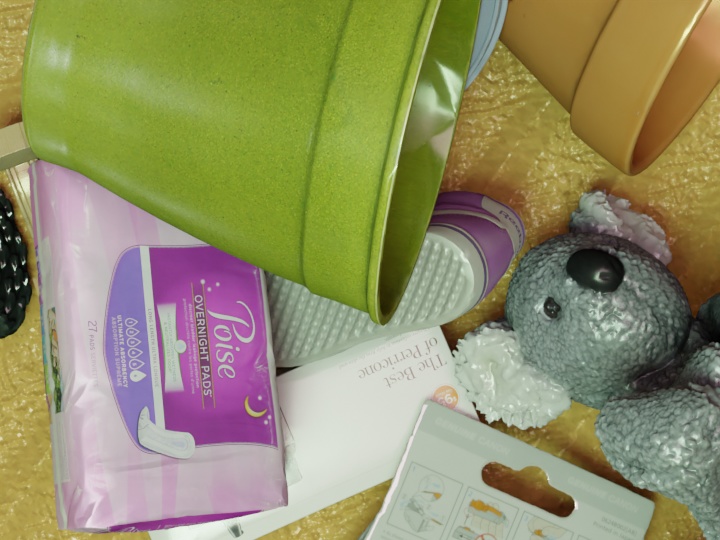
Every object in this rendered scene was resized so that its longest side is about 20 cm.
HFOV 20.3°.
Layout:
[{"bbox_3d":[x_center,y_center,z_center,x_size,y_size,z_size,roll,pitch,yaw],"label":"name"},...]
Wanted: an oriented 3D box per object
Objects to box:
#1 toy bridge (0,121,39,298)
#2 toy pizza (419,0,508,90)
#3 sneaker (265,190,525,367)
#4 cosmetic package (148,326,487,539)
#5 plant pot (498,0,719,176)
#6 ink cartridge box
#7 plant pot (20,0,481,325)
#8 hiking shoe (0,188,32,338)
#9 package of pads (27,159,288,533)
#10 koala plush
[{"bbox_3d":[-0.167,0.012,1.134,0.027,0.067,0.201,-19,81,-2],"label":"toy bridge"},{"bbox_3d":[-0.021,-0.156,1.056,0.198,0.032,0.201,1,123,2],"label":"toy pizza"},{"bbox_3d":[0.000,0.001,1.145,0.199,0.114,0.073,-5,108,29],"label":"sneaker"},{"bbox_3d":[-0.034,0.097,1.153,0.199,0.051,0.083,-24,94,-2],"label":"cosmetic package"},{"bbox_3d":[0.144,-0.172,1.094,0.140,0.200,0.201,34,90,13],"label":"plant pot"},{"bbox_3d":[0.059,0.193,1.151,0.159,0.047,0.201,25,85,-15],"label":"ink cartridge box"},{"bbox_3d":[-0.055,-0.096,0.979,0.192,0.200,0.202,15,91,8],"label":"plant pot"},{"bbox_3d":[-0.264,-0.041,1.138,0.086,0.074,0.201,-29,99,27],"label":"hiking shoe"},{"bbox_3d":[-0.107,0.035,1.063,0.120,0.076,0.202,-4,83,-19],"label":"package of pads"},{"bbox_3d":[0.158,0.045,1.092,0.199,0.184,0.178,26,71,34],"label":"koala plush"}]
